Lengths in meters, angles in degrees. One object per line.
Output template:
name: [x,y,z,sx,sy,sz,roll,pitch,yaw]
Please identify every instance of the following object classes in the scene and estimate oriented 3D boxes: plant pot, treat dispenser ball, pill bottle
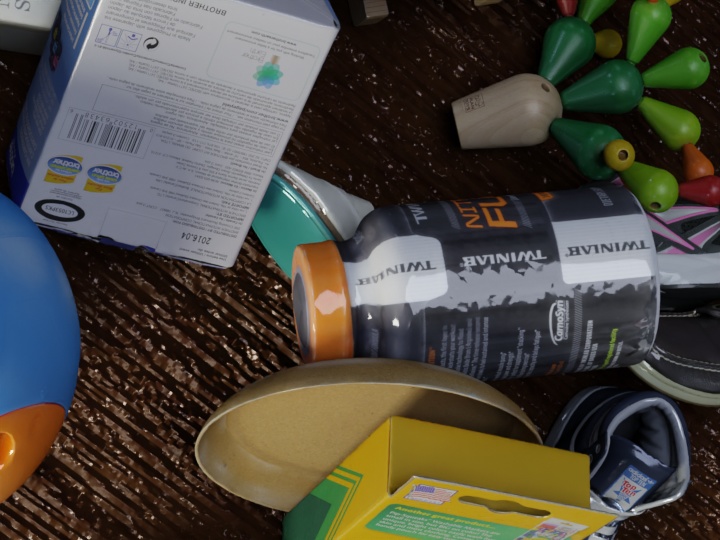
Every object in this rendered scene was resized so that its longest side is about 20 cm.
plant pot: [0.005,0.095,1.173,0.199,0.200,0.028,12,61,-19]
treat dispenser ball: [-0.247,0.041,1.074,0.200,0.201,0.202,2,84,-20]
pill bottle: [0.062,0.012,1.170,0.199,0.106,0.107,-6,86,-11]

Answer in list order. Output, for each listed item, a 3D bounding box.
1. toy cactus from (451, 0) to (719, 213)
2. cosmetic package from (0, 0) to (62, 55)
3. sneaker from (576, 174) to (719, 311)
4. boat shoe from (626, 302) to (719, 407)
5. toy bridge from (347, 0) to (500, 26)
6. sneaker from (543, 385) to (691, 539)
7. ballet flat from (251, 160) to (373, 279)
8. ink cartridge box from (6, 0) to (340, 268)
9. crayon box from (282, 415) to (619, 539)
toy cactus: [0.139,-0.111,1.281,0.164,0.102,0.201,-13,63,3]
cosmetic package: [-0.196,-0.183,1.186,0.199,0.073,0.104,6,83,-21]
sneaker: [0.148,-0.023,1.305,0.199,0.080,0.087,3,73,-29]
boat shoe: [0.244,0.044,1.304,0.199,0.065,0.073,5,40,-39]
toy bridge: [0.001,-0.188,1.283,0.199,0.027,0.068,-12,88,-21]
sneaker: [0.135,0.159,1.253,0.070,0.108,0.201,29,75,-15]
ballet flat: [0.000,0.000,1.251,0.069,0.069,0.200,-42,103,-19]
ink cartridge box: [-0.116,-0.086,1.155,0.136,0.076,0.201,13,119,-23]
crayon box: [0.047,0.141,1.173,0.125,0.200,0.052,13,60,-19]
